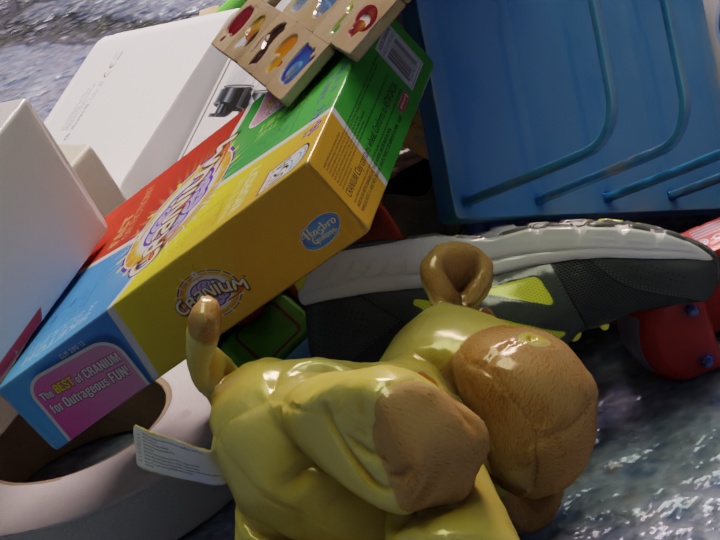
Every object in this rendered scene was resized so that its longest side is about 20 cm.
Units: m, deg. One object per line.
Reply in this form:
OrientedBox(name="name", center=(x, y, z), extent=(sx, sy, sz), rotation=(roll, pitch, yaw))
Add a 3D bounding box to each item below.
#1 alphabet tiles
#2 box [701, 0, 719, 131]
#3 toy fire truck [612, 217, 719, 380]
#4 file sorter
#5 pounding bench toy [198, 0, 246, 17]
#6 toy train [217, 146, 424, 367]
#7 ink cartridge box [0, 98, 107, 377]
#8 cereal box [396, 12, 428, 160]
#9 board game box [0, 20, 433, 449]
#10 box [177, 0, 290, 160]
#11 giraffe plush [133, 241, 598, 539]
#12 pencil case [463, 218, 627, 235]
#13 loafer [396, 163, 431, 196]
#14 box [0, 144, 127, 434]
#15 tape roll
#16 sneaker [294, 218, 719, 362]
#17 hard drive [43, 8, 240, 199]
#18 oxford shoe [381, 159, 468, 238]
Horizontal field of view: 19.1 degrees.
OrientedBox(name="alphabet tiles", center=(0.005, -0.153, 1.010), extent=(0.167, 0.008, 0.200), rotation=(-49, 21, 1))
OrientedBox(name="box", center=(0.213, -0.165, 1.182), extent=(0.183, 0.202, 0.104), rotation=(5, -4, 44))
OrientedBox(name="toy fire truck", center=(0.222, 0.009, 1.004), extent=(0.198, 0.049, 0.141), rotation=(-22, 26, 0))
OrientedBox(name="file sorter", center=(0.136, -0.107, 1.022), extent=(0.199, 0.140, 0.122), rotation=(-3, -12, -38))
OrientedBox(name="pounding bench toy", center=(-0.039, -0.140, 1.341), extent=(0.155, 0.202, 0.124), rotation=(-15, 23, 6))
OrientedBox(name="toy train", center=(0.021, 0.001, 1.060), extent=(0.116, 0.085, 0.200), rotation=(41, 72, 19))
OrientedBox(name="ink cartridge box", center=(-0.244, 0.004, 1.022), extent=(0.199, 0.084, 0.146), rotation=(-7, 38, 35))
OrientedBox(name="cereal box", center=(0.067, -0.143, 1.099), extent=(0.040, 0.143, 0.201), rotation=(-41, 26, 57))
OrientedBox(name="board game box", center=(-0.064, -0.020, 0.974), extent=(0.199, 0.040, 0.153), rotation=(-35, 18, 29))
OrientedBox(name="box", center=(-0.017, -0.115, 1.175), extent=(0.116, 0.060, 0.201), rotation=(5, 66, 55))
OrientedBox(name="giraffe plush", center=(0.029, 0.075, 0.883), extent=(0.161, 0.174, 0.199), rotation=(-22, 38, -37))
OrientedBox(name="pencil case", center=(0.077, -0.076, 1.174), extent=(0.077, 0.087, 0.201), rotation=(0, 45, -24))
OrientedBox(name="loafer", center=(-0.016, -0.039, 1.266), extent=(0.198, 0.070, 0.070), rotation=(-22, 23, -6))
OrientedBox(name="box", center=(-0.206, 0.027, 1.119), extent=(0.094, 0.078, 0.200), rotation=(0, 42, 43))
OrientedBox(name="tape roll", center=(-0.141, 0.095, 1.111), extent=(0.201, 0.037, 0.203), rotation=(-16, 23, 7))
OrientedBox(name="sneaker", center=(0.069, 0.022, 0.993), extent=(0.198, 0.086, 0.074), rotation=(-5, 3, 3))
OrientedBox(name="hard drive", center=(-0.142, -0.090, 1.282), extent=(0.133, 0.025, 0.199), rotation=(-59, 25, -15))
OrientedBox(name="oxford shoe", center=(0.000, 0.000, 1.161), extent=(0.070, 0.075, 0.200), rotation=(-6, 27, 27))
